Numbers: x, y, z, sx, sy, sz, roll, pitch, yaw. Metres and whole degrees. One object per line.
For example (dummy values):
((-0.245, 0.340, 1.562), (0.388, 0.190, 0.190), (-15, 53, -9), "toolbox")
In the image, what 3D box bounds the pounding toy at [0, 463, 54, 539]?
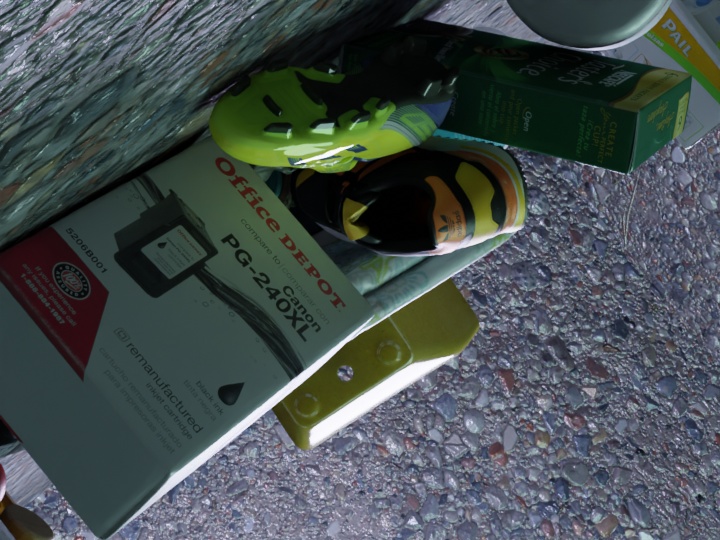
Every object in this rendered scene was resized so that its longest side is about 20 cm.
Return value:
((-0.259, 0.200, 1.226), (0.142, 0.200, 0.184), (-39, 179, -5), "pounding toy")

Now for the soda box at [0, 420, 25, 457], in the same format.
((-0.220, 0.077, 1.197), (0.071, 0.063, 0.200), (-39, 179, -1), "soda box")

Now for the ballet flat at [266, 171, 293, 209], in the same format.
((-0.108, -0.005, 1.258), (0.200, 0.069, 0.071), (-39, 135, 19), "ballet flat")

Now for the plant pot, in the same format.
((-0.026, 0.041, 1.516), (0.194, 0.196, 0.200), (-33, -173, 8), "plant pot")

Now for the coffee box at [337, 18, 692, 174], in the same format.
((0.100, -0.115, 1.118), (0.123, 0.199, 0.044), (-30, 131, -58), "coffee box")

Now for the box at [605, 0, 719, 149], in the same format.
((0.244, -0.215, 1.348), (0.112, 0.200, 0.101), (-36, 177, -26), "box")

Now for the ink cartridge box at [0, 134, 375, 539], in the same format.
((-0.107, 0.028, 0.961), (0.083, 0.145, 0.200), (-44, 176, 41), "ink cartridge box")

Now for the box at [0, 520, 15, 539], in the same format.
((-0.291, 0.200, 1.006), (0.199, 0.172, 0.200), (-39, 178, -15), "box")

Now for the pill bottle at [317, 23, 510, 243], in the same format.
((0.043, -0.108, 1.266), (0.200, 0.111, 0.111), (-37, 177, -43), "pill bottle")

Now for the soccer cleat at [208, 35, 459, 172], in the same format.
((-0.016, -0.079, 1.002), (0.200, 0.065, 0.084), (-22, 150, -51), "soccer cleat")

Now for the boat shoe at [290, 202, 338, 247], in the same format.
((-0.085, -0.028, 1.318), (0.199, 0.062, 0.075), (-25, -164, 17), "boat shoe")

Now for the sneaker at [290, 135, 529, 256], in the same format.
((0.008, -0.048, 1.108), (0.090, 0.070, 0.199), (-22, -160, -40), "sneaker")

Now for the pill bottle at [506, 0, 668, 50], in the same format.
((0.153, -0.202, 1.156), (0.113, 0.114, 0.200), (-40, 178, 11), "pill bottle")

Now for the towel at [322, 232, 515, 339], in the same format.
((0.000, 0.000, 1.275), (0.199, 0.048, 0.171), (-32, -170, -25), "towel")

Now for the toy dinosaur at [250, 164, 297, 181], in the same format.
((-0.078, -0.059, 1.143), (0.200, 0.048, 0.088), (-35, 178, 33), "toy dinosaur")
